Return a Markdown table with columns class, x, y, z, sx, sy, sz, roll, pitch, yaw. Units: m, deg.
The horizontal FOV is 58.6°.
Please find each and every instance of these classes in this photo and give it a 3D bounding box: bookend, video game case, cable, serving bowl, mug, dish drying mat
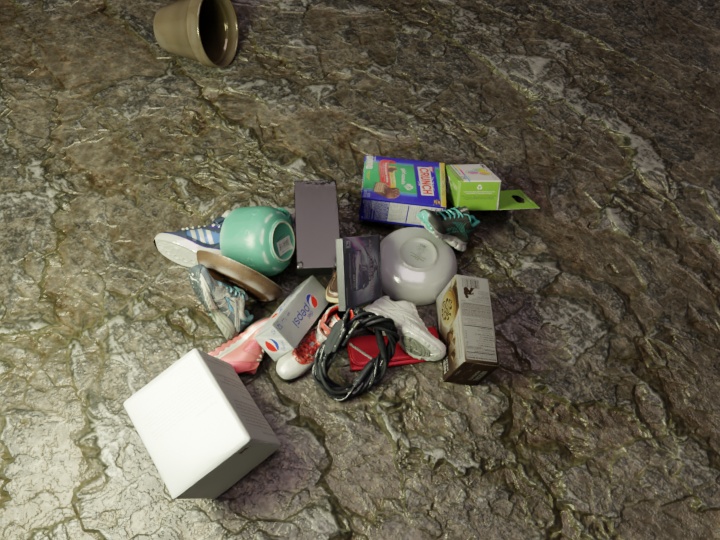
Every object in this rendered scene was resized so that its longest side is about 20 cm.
| class | x | y | z | sx | sy | sz | roll | pitch | yaw |
| --- | --- | --- | --- | --- | --- | --- | --- | --- | --- |
| bookend | -0.097 | -0.066 | 1.412 | 0.092 | 0.199 | 0.201 | -2 | 70 | -6 |
| video game case | 0.000 | 0.000 | 1.341 | 0.019 | 0.200 | 0.143 | -1 | 95 | 24 |
| cable | -0.009 | 0.173 | 1.292 | 0.163 | 0.200 | 0.051 | 18 | 11 | -35 |
| serving bowl | 0.127 | -0.023 | 1.460 | 0.199 | 0.066 | 0.201 | 2 | 58 | -4 |
| mug | -0.209 | -0.078 | 1.394 | 0.114 | 0.152 | 0.186 | 1 | 69 | 29 |
| dish drying mat | 0.072 | 0.166 | 1.368 | 0.199 | 0.018 | 0.077 | -7 | 59 | -8 |

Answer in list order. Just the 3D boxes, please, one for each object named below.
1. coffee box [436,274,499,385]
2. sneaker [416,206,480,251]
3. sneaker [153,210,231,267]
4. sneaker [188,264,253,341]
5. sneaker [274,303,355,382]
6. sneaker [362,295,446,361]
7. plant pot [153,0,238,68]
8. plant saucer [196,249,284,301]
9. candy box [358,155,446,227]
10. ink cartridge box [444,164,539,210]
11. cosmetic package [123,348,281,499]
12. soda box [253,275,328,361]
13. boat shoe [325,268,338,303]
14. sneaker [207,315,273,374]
| class | x | y | z | sx | sy | sz | roll | pitch | yaw |
| --- | --- | --- | --- | --- | --- | --- | --- | --- | --- |
| coffee box | 0.221 | 0.125 | 1.344 | 0.080 | 0.113 | 0.200 | 8 | 58 | -14 |
| sneaker | 0.201 | -0.114 | 1.444 | 0.091 | 0.200 | 0.078 | -50 | 56 | 15 |
| sneaker | -0.348 | -0.081 | 1.457 | 0.199 | 0.081 | 0.147 | 14 | 51 | 8 |
| sneaker | -0.282 | 0.052 | 1.310 | 0.086 | 0.200 | 0.078 | -35 | 46 | -17 |
| sneaker | -0.092 | 0.142 | 1.315 | 0.201 | 0.108 | 0.067 | -35 | 74 | -22 |
| sneaker | 0.105 | 0.111 | 1.356 | 0.200 | 0.078 | 0.099 | 32 | 53 | 18 |
| plant pot | -0.456 | -0.657 | 1.740 | 0.173 | 0.200 | 0.200 | 8 | 57 | 19 |
| plant saucer | -0.256 | 0.018 | 1.335 | 0.200 | 0.200 | 0.032 | 23 | 75 | 9 |
| candy box | 0.102 | -0.190 | 1.537 | 0.199 | 0.077 | 0.169 | 7 | 46 | -2 |
| ink cartridge box | 0.313 | -0.202 | 1.538 | 0.199 | 0.076 | 0.148 | -3 | 24 | -6 |
| cosmetic package | -0.282 | 0.280 | 1.162 | 0.166 | 0.167 | 0.200 | -37 | 67 | -2 |
| soda box | -0.134 | 0.094 | 1.313 | 0.068 | 0.063 | 0.200 | 49 | 34 | -10 |
| boat shoe | -0.027 | -0.001 | 1.385 | 0.072 | 0.072 | 0.200 | 6 | 30 | 18 |
| sneaker | -0.227 | 0.169 | 1.327 | 0.200 | 0.074 | 0.087 | -33 | 82 | -19 |
